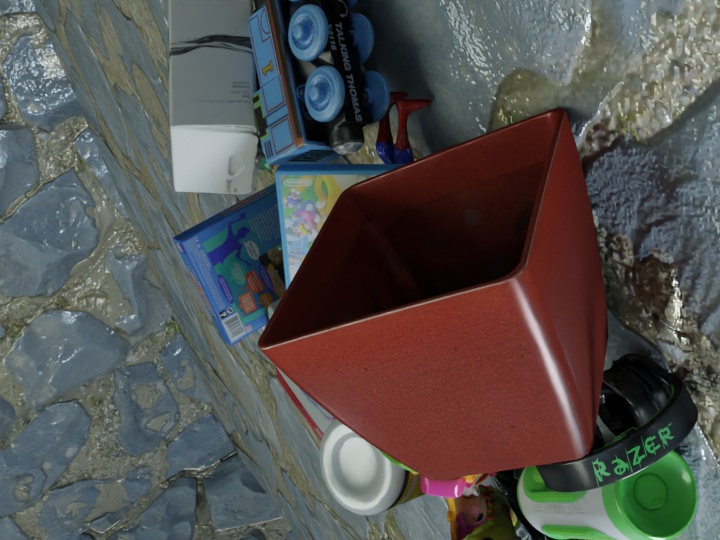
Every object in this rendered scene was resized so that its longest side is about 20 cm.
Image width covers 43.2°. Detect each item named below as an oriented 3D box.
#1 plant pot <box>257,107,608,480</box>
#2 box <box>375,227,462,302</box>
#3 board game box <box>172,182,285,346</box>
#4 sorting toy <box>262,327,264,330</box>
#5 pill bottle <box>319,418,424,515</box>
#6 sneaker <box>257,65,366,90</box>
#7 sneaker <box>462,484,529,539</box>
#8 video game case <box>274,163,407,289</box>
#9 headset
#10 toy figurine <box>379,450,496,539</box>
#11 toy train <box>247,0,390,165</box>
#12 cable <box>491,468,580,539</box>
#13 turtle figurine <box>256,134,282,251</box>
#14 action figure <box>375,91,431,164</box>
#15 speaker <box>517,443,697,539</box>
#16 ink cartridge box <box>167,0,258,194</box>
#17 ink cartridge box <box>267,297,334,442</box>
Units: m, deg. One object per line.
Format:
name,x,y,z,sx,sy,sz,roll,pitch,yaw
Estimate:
plant pot,0.079,0.034,0.657,0.198,0.201,0.177,-17,120,31
box,0.085,0.050,0.793,0.048,0.116,0.203,-62,-37,-67
board game box,-0.120,-0.020,1.176,0.045,0.198,0.154,19,135,64
sorting toy,-0.128,0.065,1.505,0.202,0.106,0.180,64,169,-13
pill bottle,0.052,0.203,1.040,0.111,0.199,0.114,1,91,36
sneaker,-0.069,-0.211,0.942,0.148,0.080,0.200,60,161,6
sneaker,0.144,0.297,1.065,0.091,0.077,0.200,64,-174,13
video game case,0.000,0.000,0.833,0.018,0.141,0.203,-78,-13,-61
headset,0.178,0.104,0.702,0.095,0.122,0.200,61,-178,-1
toy figurine,0.099,0.223,0.929,0.148,0.200,0.187,4,114,18
toy train,-0.047,-0.192,0.804,0.113,0.086,0.203,-19,81,42
cable,0.187,0.258,0.996,0.163,0.050,0.202,39,154,58
turtle figurine,-0.101,-0.130,1.066,0.150,0.099,0.203,57,-167,-83
action figure,0.062,-0.063,0.859,0.065,0.098,0.203,36,128,57
speaker,0.208,0.195,0.797,0.089,0.088,0.200,58,162,5
ink cartridge box,-0.148,-0.195,0.902,0.146,0.083,0.203,115,153,-68
ink cartridge box,-0.022,0.110,1.191,0.145,0.144,0.201,51,160,26
